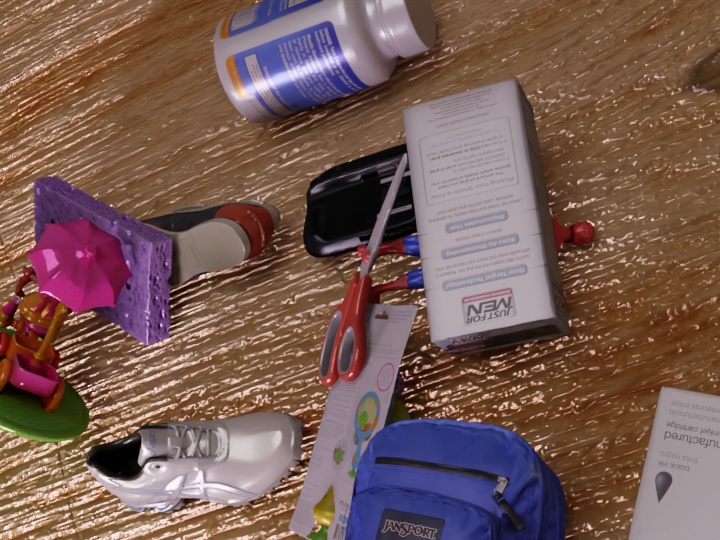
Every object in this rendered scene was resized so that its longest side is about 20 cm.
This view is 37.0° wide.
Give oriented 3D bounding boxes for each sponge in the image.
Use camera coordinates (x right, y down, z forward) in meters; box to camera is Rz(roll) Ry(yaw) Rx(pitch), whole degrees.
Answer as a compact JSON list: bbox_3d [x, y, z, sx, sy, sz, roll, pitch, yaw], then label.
[{"bbox_3d":[-0.264,-0.013,1.089,0.199,0.030,0.112,26,123,36],"label":"sponge"}]

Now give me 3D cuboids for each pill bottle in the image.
[{"bbox_3d":[-0.032,-0.223,1.042,0.199,0.112,0.113,-14,61,23],"label":"pill bottle"}]

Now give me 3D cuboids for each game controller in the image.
[{"bbox_3d":[0.037,-0.072,0.970,0.199,0.042,0.105,-15,53,24],"label":"game controller"}]

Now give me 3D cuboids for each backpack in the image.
[{"bbox_3d":[0.064,0.204,0.755,0.161,0.168,0.201,7,69,20],"label":"backpack"}]

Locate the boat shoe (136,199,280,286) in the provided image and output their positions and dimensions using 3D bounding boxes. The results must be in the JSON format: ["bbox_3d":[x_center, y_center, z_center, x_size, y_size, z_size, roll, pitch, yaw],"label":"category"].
[{"bbox_3d":[-0.163,-0.032,1.058,0.199,0.072,0.063,-8,26,41],"label":"boat shoe"}]

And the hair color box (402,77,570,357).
[{"bbox_3d":[0.099,-0.041,0.859,0.098,0.061,0.202,-13,69,18],"label":"hair color box"}]

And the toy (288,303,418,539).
[{"bbox_3d":[0.006,0.130,0.883,0.115,0.047,0.201,0,68,63],"label":"toy"}]

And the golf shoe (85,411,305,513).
[{"bbox_3d":[-0.147,0.163,0.937,0.199,0.097,0.079,-19,58,19],"label":"golf shoe"}]

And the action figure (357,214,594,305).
[{"bbox_3d":[0.098,-0.014,0.909,0.199,0.052,0.066,-12,67,21],"label":"action figure"}]

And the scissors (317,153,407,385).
[{"bbox_3d":[0.000,0.000,0.907,0.073,0.014,0.202,2,79,66],"label":"scissors"}]

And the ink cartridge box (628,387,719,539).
[{"bbox_3d":[0.252,0.193,0.700,0.143,0.084,0.201,7,72,31],"label":"ink cartridge box"}]

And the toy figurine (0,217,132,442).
[{"bbox_3d":[-0.293,0.032,1.036,0.185,0.149,0.200,-59,27,12],"label":"toy figurine"}]
